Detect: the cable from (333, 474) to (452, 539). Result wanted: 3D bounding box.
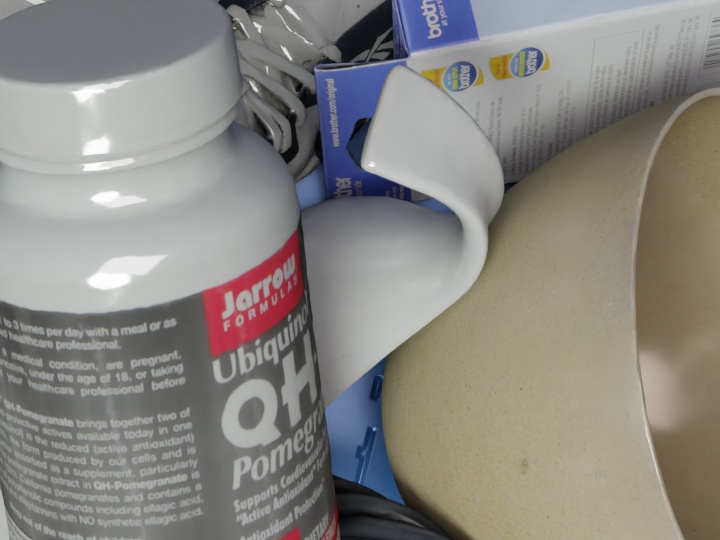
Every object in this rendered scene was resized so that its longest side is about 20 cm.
[{"bbox_3d":[0.020,0.151,0.968,0.051,0.163,0.200,-39,93,-30],"label":"cable"}]

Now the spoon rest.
[{"bbox_3d":[0.000,0.000,0.943,0.060,0.200,0.100,23,62,-9],"label":"spoon rest"}]

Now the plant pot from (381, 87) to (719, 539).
[{"bbox_3d":[0.087,0.048,0.966,0.134,0.200,0.202,-12,92,33],"label":"plant pot"}]

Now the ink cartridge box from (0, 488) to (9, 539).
[{"bbox_3d":[-0.176,0.108,0.949,0.199,0.083,0.148,-13,93,-30],"label":"ink cartridge box"}]

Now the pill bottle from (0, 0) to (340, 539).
[{"bbox_3d":[-0.069,0.017,0.870,0.110,0.111,0.201,-8,117,-3],"label":"pill bottle"}]

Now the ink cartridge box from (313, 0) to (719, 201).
[{"bbox_3d":[0.080,-0.076,0.981,0.199,0.119,0.042,-13,67,-3],"label":"ink cartridge box"}]

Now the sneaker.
[{"bbox_3d":[-0.044,-0.062,0.969,0.199,0.130,0.080,-41,94,-2],"label":"sneaker"}]

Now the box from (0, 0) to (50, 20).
[{"bbox_3d":[-0.188,-0.110,0.972,0.199,0.106,0.123,26,92,-4],"label":"box"}]
